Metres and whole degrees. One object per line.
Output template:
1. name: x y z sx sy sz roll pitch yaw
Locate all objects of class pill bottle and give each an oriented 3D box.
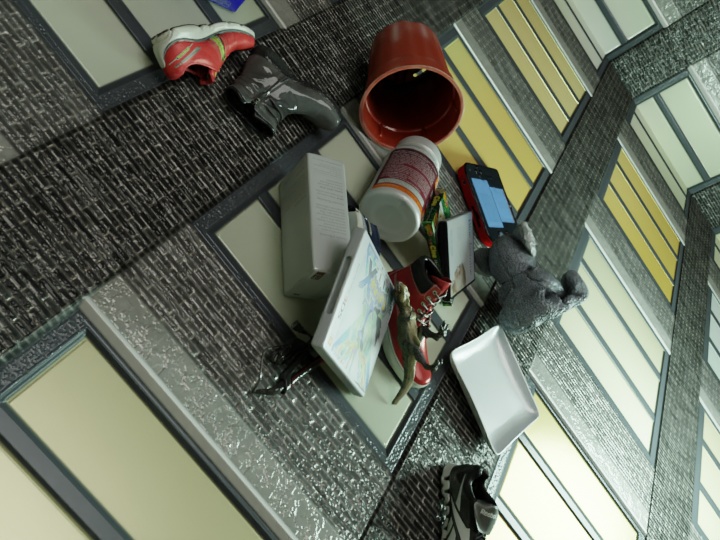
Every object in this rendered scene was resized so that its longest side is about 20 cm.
1. pill bottle: 0.080 -0.155 1.204 0.114 0.114 0.201 45 44 -19

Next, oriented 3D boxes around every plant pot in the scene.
1. plant pot: 0.094 -0.374 1.295 0.200 0.200 0.196 30 41 -32

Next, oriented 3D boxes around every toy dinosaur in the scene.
1. toy dinosaur: 0.090 0.117 1.030 0.047 0.088 0.202 -8 99 -56

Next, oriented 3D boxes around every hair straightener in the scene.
1. hair straightener: -0.091 0.114 0.943 0.200 0.041 0.077 -33 94 -45

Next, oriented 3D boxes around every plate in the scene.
1. plate: 0.250 0.221 1.240 0.199 0.032 0.201 -18 83 -51

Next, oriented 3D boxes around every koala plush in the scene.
1. koala plush: 0.324 0.013 1.322 0.183 0.177 0.201 -17 79 -50

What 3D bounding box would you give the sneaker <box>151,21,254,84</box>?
1. sneaker: -0.238 -0.334 1.017 0.200 0.077 0.086 -32 114 -49

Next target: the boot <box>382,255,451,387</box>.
1. boot: 0.103 0.084 1.074 0.072 0.144 0.202 -7 76 -50

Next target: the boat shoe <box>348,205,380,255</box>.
1. boat shoe: 0.000 0.000 1.072 0.093 0.074 0.202 25 62 -57

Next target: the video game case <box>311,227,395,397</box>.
1. video game case: -0.001 0.067 0.957 0.200 0.022 0.183 61 44 -57

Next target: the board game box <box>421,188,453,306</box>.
1. board game box: 0.155 -0.041 1.222 0.105 0.023 0.201 -68 148 -44

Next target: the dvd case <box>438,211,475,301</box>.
1. dvd case: 0.186 -0.032 1.241 0.200 0.017 0.144 -24 112 -66

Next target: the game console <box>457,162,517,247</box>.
1. game console: 0.301 -0.149 1.499 0.176 0.031 0.202 -4 72 -47

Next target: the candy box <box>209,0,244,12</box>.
1. candy box: -0.216 -0.525 1.028 0.168 0.199 0.078 10 62 -43

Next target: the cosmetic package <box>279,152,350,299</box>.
1. cosmetic package: -0.070 -0.066 1.002 0.074 0.102 0.202 9 63 -31

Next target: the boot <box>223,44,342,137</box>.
1. boot: -0.129 -0.267 1.095 0.199 0.070 0.132 32 55 -21

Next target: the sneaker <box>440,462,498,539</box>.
1. sneaker: 0.173 0.395 1.018 0.066 0.090 0.202 24 53 -35
